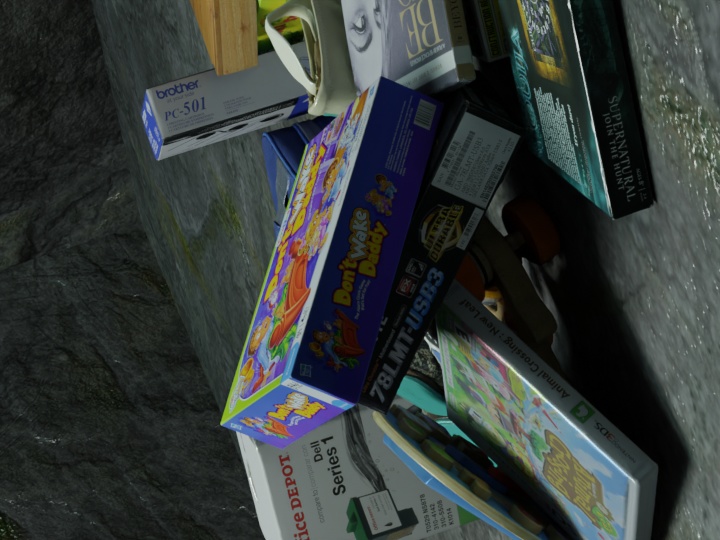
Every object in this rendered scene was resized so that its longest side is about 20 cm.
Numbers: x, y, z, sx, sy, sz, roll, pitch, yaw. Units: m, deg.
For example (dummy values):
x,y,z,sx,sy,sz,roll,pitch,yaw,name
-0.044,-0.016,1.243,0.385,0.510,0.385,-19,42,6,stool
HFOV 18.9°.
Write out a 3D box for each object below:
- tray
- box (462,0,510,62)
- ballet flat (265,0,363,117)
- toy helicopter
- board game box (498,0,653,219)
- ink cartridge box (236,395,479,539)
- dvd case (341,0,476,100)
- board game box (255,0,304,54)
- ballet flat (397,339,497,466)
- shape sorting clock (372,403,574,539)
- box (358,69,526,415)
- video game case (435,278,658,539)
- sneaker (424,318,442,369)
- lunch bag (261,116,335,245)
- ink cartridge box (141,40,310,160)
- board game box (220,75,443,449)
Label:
x,y,z,sx,sy,sz,roll,pitch,yaw,name
-0.106,-0.231,1.547,0.200,0.037,0.099,93,159,-67,tray
0.055,-0.203,1.387,0.200,0.035,0.111,-138,32,-70,box
-0.039,-0.189,1.454,0.070,0.069,0.201,97,156,-67,ballet flat
0.106,0.046,1.457,0.201,0.079,0.132,61,165,-9,toy helicopter
0.110,-0.142,1.216,0.135,0.028,0.201,-129,22,-64,board game box
0.008,0.153,1.784,0.084,0.199,0.147,-125,19,-59,ink cartridge box
0.017,-0.200,1.347,0.149,0.016,0.201,160,100,-66,dvd case
-0.072,-0.233,1.616,0.200,0.047,0.102,126,129,-79,board game box
0.076,0.094,1.657,0.200,0.068,0.076,51,-129,-46,ballet flat
0.094,0.153,1.532,0.200,0.039,0.200,33,-179,0,shape sorting clock
0.029,-0.032,1.388,0.199,0.050,0.200,-62,13,12,box
0.119,0.110,1.401,0.182,0.022,0.200,43,164,23,video game case
0.081,0.055,1.577,0.077,0.075,0.201,118,133,-75,sneaker
-0.006,-0.030,1.739,0.136,0.132,0.201,-121,17,-50,lunch bag
-0.069,-0.142,1.685,0.094,0.199,0.044,139,112,-79,ink cartridge box
-0.018,-0.002,1.321,0.134,0.045,0.201,-37,34,63,board game box
